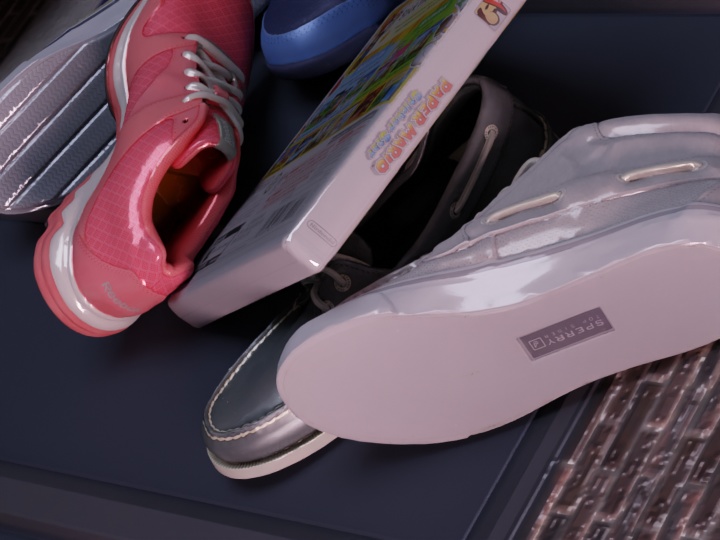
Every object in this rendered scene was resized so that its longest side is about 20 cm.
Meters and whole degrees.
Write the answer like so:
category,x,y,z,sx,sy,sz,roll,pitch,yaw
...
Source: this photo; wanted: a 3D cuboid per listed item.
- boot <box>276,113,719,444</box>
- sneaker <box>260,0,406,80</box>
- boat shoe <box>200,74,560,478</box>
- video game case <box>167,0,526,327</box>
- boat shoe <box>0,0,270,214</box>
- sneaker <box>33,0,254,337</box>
category,x,y,z,sx,sy,sz,roll,pitch,yaw
boot,0.064,0.000,1.004,0.200,0.074,0.096,-16,36,18
sneaker,-0.001,-0.180,1.234,0.074,0.082,0.200,3,55,42
boat shoe,0.000,0.000,1.057,0.200,0.062,0.073,-44,39,-3
video game case,0.000,-0.061,1.082,0.182,0.023,0.200,-53,9,-17
boat shoe,-0.118,-0.101,1.284,0.200,0.072,0.062,-40,11,-6
sneaker,-0.077,-0.061,1.178,0.087,0.074,0.200,-16,49,47
